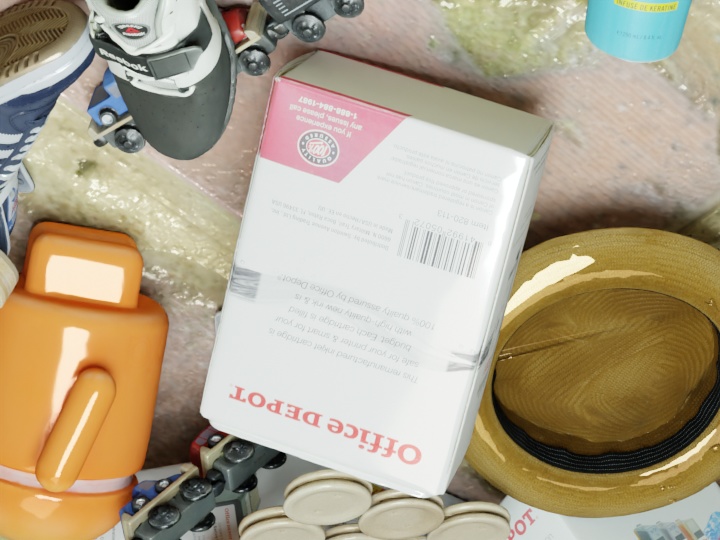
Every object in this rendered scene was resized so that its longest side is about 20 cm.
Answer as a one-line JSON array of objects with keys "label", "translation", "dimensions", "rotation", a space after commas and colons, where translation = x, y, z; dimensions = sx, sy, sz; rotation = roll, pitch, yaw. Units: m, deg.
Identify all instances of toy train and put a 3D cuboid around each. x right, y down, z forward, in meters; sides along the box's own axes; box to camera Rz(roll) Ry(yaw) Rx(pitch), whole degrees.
[{"label": "toy train", "translation": [-0.076, 0.108, 1.285], "dimensions": [0.046, 0.200, 0.034], "rotation": [20, 132, 32]}, {"label": "toy train", "translation": [-0.078, -0.120, 1.164], "dimensions": [0.199, 0.034, 0.046], "rotation": [-29, 123, 29]}]

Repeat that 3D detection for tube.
[{"label": "tube", "translation": [0.151, -0.198, 1.057], "dimensions": [0.077, 0.051, 0.201], "rotation": [2, 131, -6]}]

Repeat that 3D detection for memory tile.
[{"label": "memory tile", "translation": [-0.018, 0.170, 1.261], "dimensions": [0.152, 0.017, 0.200], "rotation": [15, 142, -32]}]

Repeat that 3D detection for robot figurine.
[{"label": "robot figurine", "translation": [-0.179, 0.076, 1.276], "dimensions": [0.143, 0.202, 0.116], "rotation": [18, -168, 38]}]

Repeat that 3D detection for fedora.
[{"label": "fedora", "translation": [0.142, 0.049, 1.259], "dimensions": [0.198, 0.082, 0.202], "rotation": [-2, 114, -4]}]

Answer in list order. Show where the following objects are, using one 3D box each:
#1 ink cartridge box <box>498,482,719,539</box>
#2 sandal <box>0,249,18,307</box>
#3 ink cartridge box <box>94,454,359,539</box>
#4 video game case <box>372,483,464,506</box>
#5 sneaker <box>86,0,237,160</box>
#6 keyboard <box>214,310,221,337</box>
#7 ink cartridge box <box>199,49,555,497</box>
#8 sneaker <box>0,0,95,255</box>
[{"label": "ink cartridge box", "translation": [0.167, 0.222, 1.340], "dimensions": [0.144, 0.201, 0.146], "rotation": [-15, 152, -42]}, {"label": "sandal", "translation": [-0.292, 0.013, 1.239], "dimensions": [0.210, 0.070, 0.078], "rotation": [3, 142, 38]}, {"label": "ink cartridge box", "translation": [-0.089, 0.187, 1.381], "dimensions": [0.198, 0.085, 0.146], "rotation": [-10, 149, 11]}, {"label": "video game case", "translation": [-0.028, 0.172, 1.455], "dimensions": [0.199, 0.018, 0.143], "rotation": [26, 131, -23]}, {"label": "sneaker", "translation": [-0.112, -0.131, 1.095], "dimensions": [0.073, 0.089, 0.201], "rotation": [5, 127, 15]}, {"label": "keyboard", "translation": [-0.064, 0.096, 1.396], "dimensions": [0.056, 0.011, 0.201], "rotation": [4, 136, 2]}, {"label": "ink cartridge box", "translation": [0.008, 0.001, 1.166], "dimensions": [0.145, 0.083, 0.202], "rotation": [18, 110, 10]}, {"label": "sneaker", "translation": [-0.197, -0.072, 1.196], "dimensions": [0.199, 0.070, 0.109], "rotation": [-21, 125, 33]}]
